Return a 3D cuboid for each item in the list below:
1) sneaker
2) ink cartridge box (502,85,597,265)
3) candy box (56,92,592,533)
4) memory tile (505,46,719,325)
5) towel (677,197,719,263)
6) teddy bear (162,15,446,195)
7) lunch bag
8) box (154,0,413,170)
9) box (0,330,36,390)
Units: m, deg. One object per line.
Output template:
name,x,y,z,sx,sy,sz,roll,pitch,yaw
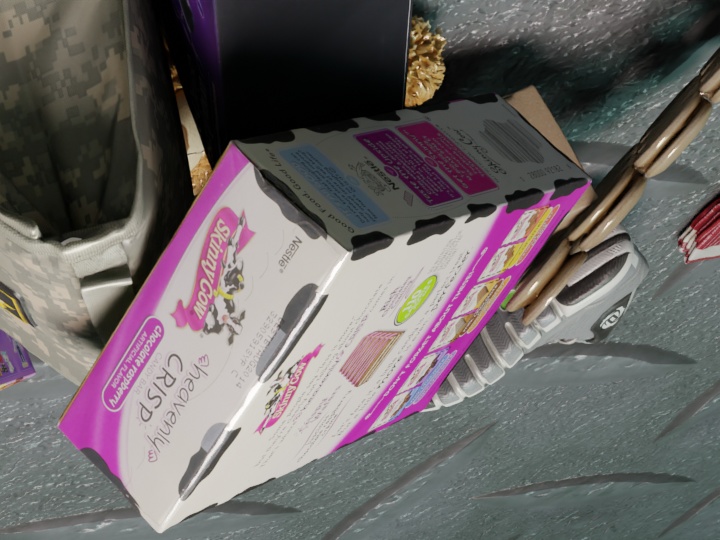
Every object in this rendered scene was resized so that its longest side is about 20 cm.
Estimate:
sneaker,0.098,0.040,1.252,0.199,0.075,0.115,-29,157,17
ink cartridge box,0.000,0.000,1.025,0.199,0.075,0.165,-22,166,-29
candy box,-0.008,0.009,0.754,0.137,0.061,0.200,-55,162,25
memory tile,0.151,-0.058,1.053,0.200,0.017,0.153,-49,179,13
towel,0.312,-0.069,1.313,0.143,0.023,0.200,-9,156,-29
teddy bear,-0.045,-0.076,0.948,0.145,0.067,0.199,-37,153,29
lunch bag,-0.125,-0.055,0.763,0.117,0.201,0.164,-18,158,-6
box,-0.039,-0.125,0.754,0.078,0.142,0.200,-15,156,-8
box,-0.268,0.075,1.036,0.136,0.039,0.200,-24,179,12
